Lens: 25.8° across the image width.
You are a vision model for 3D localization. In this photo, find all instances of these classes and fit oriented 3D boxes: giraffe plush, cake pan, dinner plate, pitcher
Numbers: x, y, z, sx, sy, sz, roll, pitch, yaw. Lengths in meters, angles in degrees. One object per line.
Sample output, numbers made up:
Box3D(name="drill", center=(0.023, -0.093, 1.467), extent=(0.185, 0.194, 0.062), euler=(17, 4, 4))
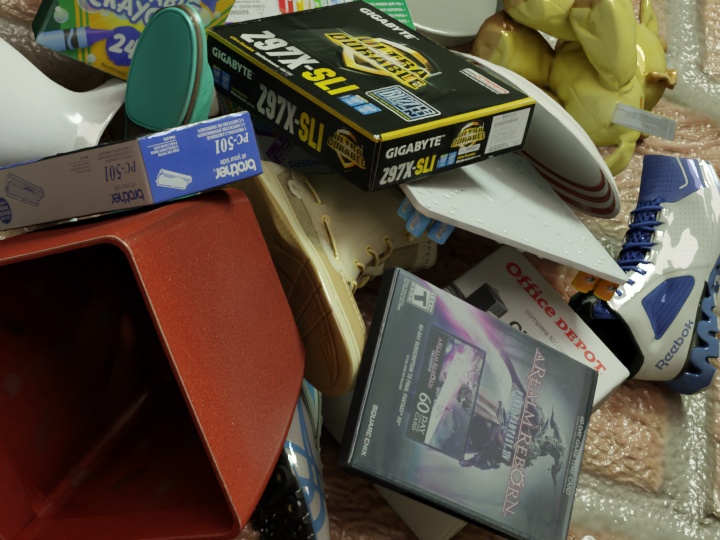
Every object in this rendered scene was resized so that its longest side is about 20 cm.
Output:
Box3D(name="giraffe plush", center=(0.215, -0.182, 1.407), extent=(0.200, 0.173, 0.162), euler=(35, 29, 14))
Box3D(name="cake pan", center=(0.057, -0.287, 1.461), extent=(0.199, 0.037, 0.201), euler=(12, 55, -17))
Box3D(name="dinner plate", center=(0.140, -0.116, 1.295), extent=(0.200, 0.200, 0.024), euler=(40, 81, 4))
Box3D(name="pitcher", center=(-0.284, -0.094, 1.139), extent=(0.199, 0.121, 0.172), euler=(19, 65, -27))

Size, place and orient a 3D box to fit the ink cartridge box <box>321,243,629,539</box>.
Box3D(name="ink cartridge box", center=(0.086, 0.091, 1.198), extent=(0.200, 0.084, 0.144), euler=(-34, 77, -37))

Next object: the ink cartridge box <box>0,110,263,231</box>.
Box3D(name="ink cartridge box", center=(-0.165, -0.063, 1.038), extent=(0.094, 0.199, 0.044), euler=(-20, 99, -43))

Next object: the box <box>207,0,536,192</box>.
Box3D(name="box", center=(0.003, -0.135, 1.172), extent=(0.159, 0.050, 0.200), euler=(-19, 41, -37))

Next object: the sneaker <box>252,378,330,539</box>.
Box3D(name="sneaker", center=(-0.050, 0.120, 1.129), extent=(0.072, 0.072, 0.201), euler=(0, 62, -34))

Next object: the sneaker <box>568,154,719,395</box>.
Box3D(name="sneaker", center=(0.233, 0.003, 1.288), extent=(0.115, 0.080, 0.201), euler=(1, 88, -27))

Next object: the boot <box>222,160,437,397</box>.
Box3D(name="boot", center=(0.000, 0.000, 1.149), extent=(0.155, 0.073, 0.200), euler=(-1, 48, -38))

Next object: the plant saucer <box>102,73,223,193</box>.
Box3D(name="plant saucer", center=(-0.112, -0.134, 1.291), extent=(0.199, 0.030, 0.201), euler=(12, 54, -17))

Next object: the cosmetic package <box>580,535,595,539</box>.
Box3D(name="cosmetic package", center=(0.100, 0.263, 1.019), extent=(0.071, 0.200, 0.105), euler=(45, 53, 8))

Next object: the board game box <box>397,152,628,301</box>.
Box3D(name="board game box", center=(0.086, -0.060, 1.211), extent=(0.199, 0.026, 0.200), euler=(18, 24, -31))

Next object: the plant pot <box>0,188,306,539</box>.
Box3D(name="plant pot", center=(-0.146, 0.050, 1.028), extent=(0.176, 0.199, 0.201), euler=(-43, 118, -54))

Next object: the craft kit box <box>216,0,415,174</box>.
Box3D(name="craft kit box", center=(-0.021, -0.129, 1.282), extent=(0.199, 0.048, 0.198), euler=(-10, 78, -37))

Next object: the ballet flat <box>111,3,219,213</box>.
Box3D(name="ballet flat", center=(-0.141, -0.102, 1.176), extent=(0.067, 0.201, 0.070), euler=(21, 17, 26))

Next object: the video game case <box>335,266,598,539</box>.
Box3D(name="video game case", center=(0.080, 0.102, 1.100), extent=(0.199, 0.019, 0.144), euler=(26, 67, -29))

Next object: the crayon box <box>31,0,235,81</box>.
Box3D(name="crayon box", center=(-0.147, -0.240, 1.172), extent=(0.125, 0.201, 0.052), euler=(21, 16, -23))
